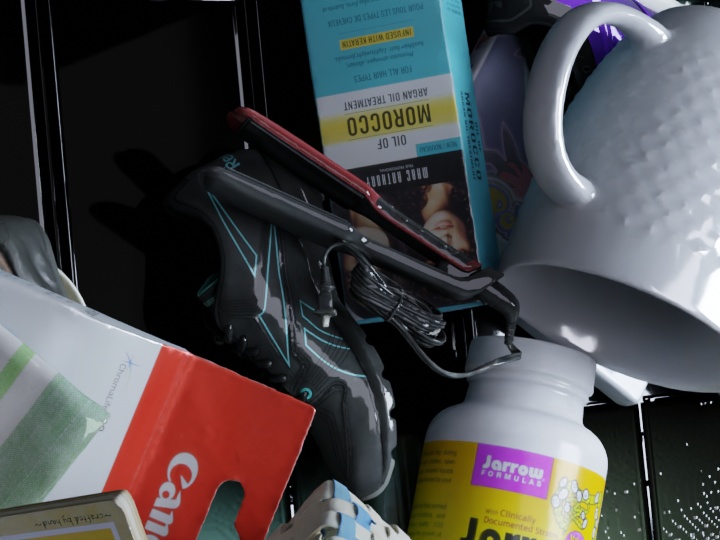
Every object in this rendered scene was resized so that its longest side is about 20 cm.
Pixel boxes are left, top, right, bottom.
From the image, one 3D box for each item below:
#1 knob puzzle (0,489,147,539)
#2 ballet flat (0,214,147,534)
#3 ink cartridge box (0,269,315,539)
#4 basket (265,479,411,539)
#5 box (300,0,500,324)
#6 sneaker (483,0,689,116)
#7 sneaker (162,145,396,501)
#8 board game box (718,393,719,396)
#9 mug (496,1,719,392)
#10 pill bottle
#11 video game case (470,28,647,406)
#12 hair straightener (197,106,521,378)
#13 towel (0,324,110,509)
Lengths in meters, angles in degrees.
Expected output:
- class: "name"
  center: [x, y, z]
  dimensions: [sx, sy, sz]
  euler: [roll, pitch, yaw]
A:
- class: "knob puzzle"
  center: [-0.147, 0.202, 0.881]
  dimensions: [0.221, 0.218, 0.030]
  euler: [62, 27, -10]
- class: "ballet flat"
  center: [-0.143, 0.061, 1.015]
  dimensions: [0.068, 0.068, 0.202]
  euler: [-28, 98, -58]
- class: "ink cartridge box"
  center: [-0.141, 0.100, 0.955]
  dimensions: [0.198, 0.047, 0.161]
  euler: [23, 90, -1]
- class: "basket"
  center: [0.009, 0.215, 0.930]
  dimensions: [0.200, 0.139, 0.176]
  euler: [41, 101, -18]
- class: "box"
  center: [0.022, -0.076, 1.114]
  dimensions: [0.049, 0.081, 0.202]
  euler: [-4, 85, -73]
- class: "sneaker"
  center: [0.148, -0.120, 1.190]
  dimensions: [0.199, 0.069, 0.100]
  euler: [32, 77, -23]
- class: "sneaker"
  center: [-0.042, 0.032, 1.085]
  dimensions: [0.079, 0.075, 0.202]
  euler: [-19, 86, -22]
- class: "board game box"
  center: [0.262, -0.033, 1.265]
  dimensions: [0.200, 0.045, 0.135]
  euler: [-50, 120, -28]
- class: "mug"
  center: [0.155, -0.058, 1.083]
  dimensions: [0.200, 0.147, 0.177]
  euler: [38, 68, -38]
- class: "pill bottle"
  center: [0.078, 0.142, 1.117]
  dimensions: [0.103, 0.104, 0.202]
  euler: [18, 75, -28]
- class: "video game case"
  center: [0.129, -0.049, 1.217]
  dimensions: [0.199, 0.023, 0.183]
  euler: [37, 67, -22]
- class: "hair straightener"
  center: [0.000, 0.000, 1.050]
  dimensions: [0.199, 0.041, 0.077]
  euler: [34, 72, -14]
- class: "towel"
  center: [-0.237, 0.062, 0.918]
  dimensions: [0.200, 0.023, 0.153]
  euler: [39, 90, -2]
